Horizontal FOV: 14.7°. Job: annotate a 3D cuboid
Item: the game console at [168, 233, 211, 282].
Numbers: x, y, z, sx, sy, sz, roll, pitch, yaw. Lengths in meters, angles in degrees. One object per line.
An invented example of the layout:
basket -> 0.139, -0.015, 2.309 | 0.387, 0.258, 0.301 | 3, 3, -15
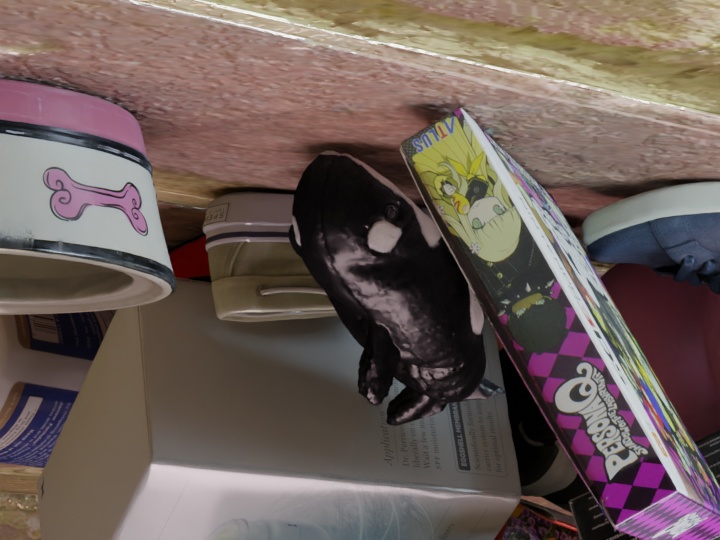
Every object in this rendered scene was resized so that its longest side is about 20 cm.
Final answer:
game console -> 0.000, 0.000, 1.502 | 0.199, 0.031, 0.177 | 5, 177, -17

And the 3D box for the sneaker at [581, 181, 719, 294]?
sneaker -> 0.202, 0.007, 1.294 | 0.199, 0.085, 0.075 | 1, 171, 2

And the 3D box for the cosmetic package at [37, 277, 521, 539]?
cosmetic package -> -0.049, 0.115, 1.467 | 0.200, 0.123, 0.200 | 8, 141, -18

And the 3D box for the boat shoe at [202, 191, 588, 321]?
boat shoe -> 0.017, 0.002, 1.374 | 0.199, 0.062, 0.072 | 5, 171, -18

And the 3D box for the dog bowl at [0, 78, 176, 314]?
dog bowl -> -0.175, -0.030, 1.157 | 0.200, 0.074, 0.200 | 1, 171, 0

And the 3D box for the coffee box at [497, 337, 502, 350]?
coffee box -> 0.108, 0.054, 1.772 | 0.200, 0.044, 0.123 | -4, 169, 31

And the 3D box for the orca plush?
orca plush -> 0.006, 0.030, 1.280 | 0.105, 0.071, 0.200 | 19, 154, 15

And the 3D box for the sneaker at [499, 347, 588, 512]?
sneaker -> 0.115, 0.079, 1.555 | 0.079, 0.074, 0.200 | 33, -157, -16

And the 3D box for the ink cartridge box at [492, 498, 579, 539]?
ink cartridge box -> 0.111, 0.156, 1.471 | 0.109, 0.050, 0.200 | 21, 177, -13

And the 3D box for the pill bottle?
pill bottle -> -0.188, 0.060, 1.636 | 0.111, 0.111, 0.200 | -4, 170, 33

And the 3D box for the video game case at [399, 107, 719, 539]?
video game case -> 0.093, 0.032, 1.195 | 0.036, 0.182, 0.200 | -31, 165, 8

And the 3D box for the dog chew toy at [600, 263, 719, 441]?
dog chew toy -> 0.206, 0.040, 1.421 | 0.200, 0.125, 0.124 | -12, 165, 32

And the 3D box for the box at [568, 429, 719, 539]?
box -> 0.234, 0.091, 1.334 | 0.193, 0.048, 0.200 | -3, 160, -46
